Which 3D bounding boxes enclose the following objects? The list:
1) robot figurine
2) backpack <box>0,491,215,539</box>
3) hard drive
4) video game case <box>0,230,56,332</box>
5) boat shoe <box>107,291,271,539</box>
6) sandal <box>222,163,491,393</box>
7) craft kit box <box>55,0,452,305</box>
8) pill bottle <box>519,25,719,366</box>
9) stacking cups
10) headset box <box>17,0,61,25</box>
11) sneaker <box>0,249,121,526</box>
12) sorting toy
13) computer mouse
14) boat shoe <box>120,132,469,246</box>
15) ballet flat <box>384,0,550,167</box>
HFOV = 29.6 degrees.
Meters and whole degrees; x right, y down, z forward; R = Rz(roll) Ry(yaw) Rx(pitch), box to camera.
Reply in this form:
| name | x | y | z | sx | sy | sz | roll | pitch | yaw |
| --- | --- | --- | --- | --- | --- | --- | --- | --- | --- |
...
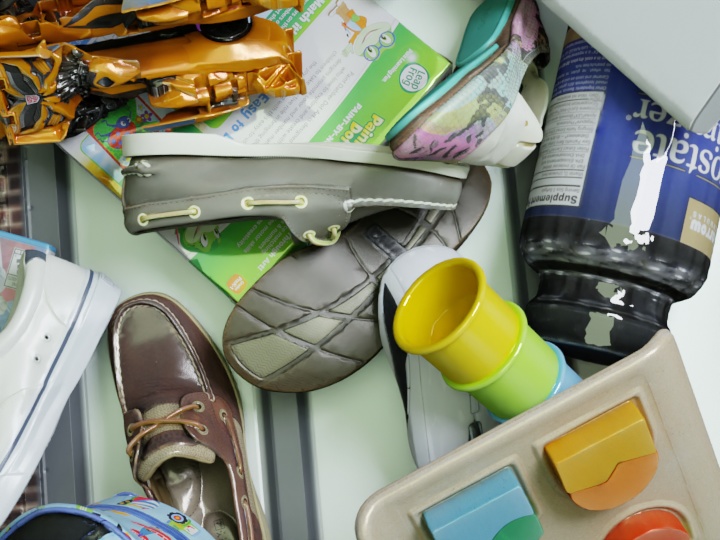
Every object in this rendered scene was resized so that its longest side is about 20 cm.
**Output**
| name | x | y | z | sx | sy | sz | roll | pitch | yaw |
| --- | --- | --- | --- | --- | --- | --- | --- | --- | --- |
| robot figurine | -0.131 | -0.127 | 0.768 | 0.199 | 0.145 | 0.058 | -14 | 56 | -10 |
| backpack | -0.126 | 0.202 | 0.725 | 0.183 | 0.134 | 0.200 | 50 | 124 | 11 |
| hard drive | 0.152 | -0.186 | 0.737 | 0.200 | 0.026 | 0.132 | 50 | 121 | 32 |
| video game case | -0.286 | 0.062 | 0.851 | 0.143 | 0.018 | 0.201 | 15 | 83 | 4 |
| boat shoe | -0.103 | 0.105 | 0.809 | 0.072 | 0.072 | 0.201 | -17 | 82 | 0 |
| sandal | 0.000 | 0.000 | 0.833 | 0.082 | 0.055 | 0.200 | 42 | 72 | 1 |
| craft kit box | -0.079 | -0.113 | 0.853 | 0.197 | 0.049 | 0.200 | 41 | 86 | 10 |
| pill bottle | 0.156 | -0.047 | 0.798 | 0.111 | 0.112 | 0.201 | 13 | 83 | 4 |
| stacking cups | 0.098 | 0.074 | 0.762 | 0.061 | 0.060 | 0.200 | -49 | 124 | -4 |
| headset box | -0.171 | -0.232 | 0.794 | 0.077 | 0.200 | 0.149 | 40 | 85 | 8 |
| sneaker | -0.216 | 0.082 | 0.809 | 0.071 | 0.073 | 0.201 | 28 | 70 | -13 |
| sorting toy | 0.114 | 0.147 | 0.754 | 0.200 | 0.185 | 0.036 | -31 | 37 | -4 |
| computer mouse | 0.058 | 0.084 | 0.790 | 0.109 | 0.044 | 0.201 | -14 | 93 | -20 |
| boat shoe | -0.039 | -0.045 | 0.788 | 0.201 | 0.072 | 0.061 | 3 | 92 | 2 |
| ballet flat | 0.076 | -0.101 | 0.784 | 0.069 | 0.200 | 0.071 | -34 | 104 | 34 |
